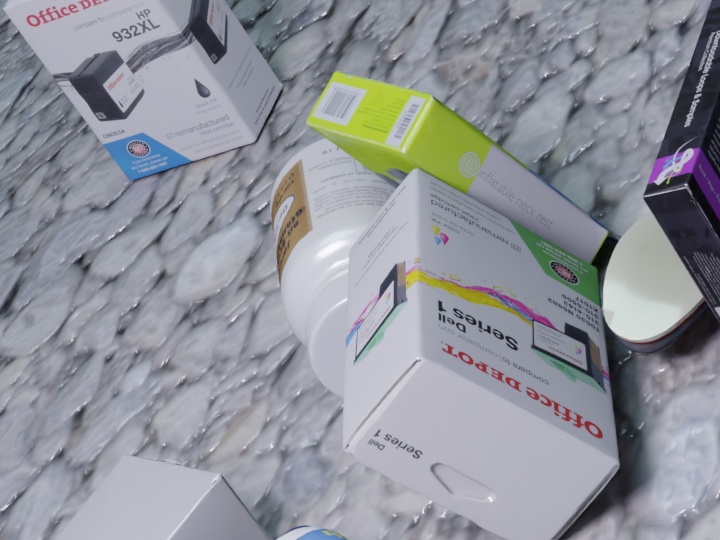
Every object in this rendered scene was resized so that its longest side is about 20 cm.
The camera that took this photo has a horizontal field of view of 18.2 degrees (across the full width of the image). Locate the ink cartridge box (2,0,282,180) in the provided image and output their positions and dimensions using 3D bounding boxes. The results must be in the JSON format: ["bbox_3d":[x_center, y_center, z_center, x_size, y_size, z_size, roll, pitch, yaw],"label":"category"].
[{"bbox_3d":[-0.184,-0.190,1.914,0.145,0.200,0.084,-14,35,32],"label":"ink cartridge box"}]

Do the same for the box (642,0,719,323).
[{"bbox_3d":[0.237,-0.062,1.358,0.036,0.143,0.200,-12,36,36],"label":"box"}]

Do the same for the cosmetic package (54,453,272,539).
[{"bbox_3d":[-0.157,0.219,1.415,0.107,0.085,0.200,7,49,49],"label":"cosmetic package"}]

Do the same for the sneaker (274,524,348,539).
[{"bbox_3d":[-0.080,0.224,1.348,0.200,0.074,0.082,-32,27,-9],"label":"sneaker"}]

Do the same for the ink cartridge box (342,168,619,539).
[{"bbox_3d":[0.071,0.051,1.346,0.084,0.144,0.200,-52,20,29],"label":"ink cartridge box"}]

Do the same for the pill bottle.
[{"bbox_3d":[0.000,0.000,1.540,0.114,0.115,0.200,-29,30,11],"label":"pill bottle"}]

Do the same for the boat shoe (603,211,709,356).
[{"bbox_3d":[0.208,-0.018,1.409,0.071,0.063,0.200,14,53,21],"label":"boat shoe"}]

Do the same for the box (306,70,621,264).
[{"bbox_3d":[0.072,-0.057,1.483,0.122,0.200,0.048,21,79,55],"label":"box"}]
